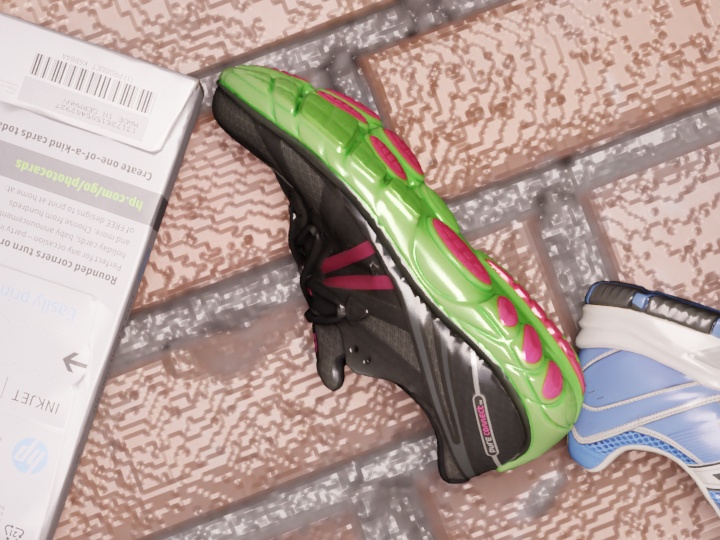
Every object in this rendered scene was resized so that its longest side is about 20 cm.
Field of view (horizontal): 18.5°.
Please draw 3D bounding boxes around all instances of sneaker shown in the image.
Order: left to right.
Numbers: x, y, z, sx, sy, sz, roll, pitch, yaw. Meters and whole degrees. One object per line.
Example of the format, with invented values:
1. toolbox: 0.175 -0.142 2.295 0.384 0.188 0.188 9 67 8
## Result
1. sneaker: 0.000 0.000 0.867 0.084 0.077 0.200 -43 76 17
2. sneaker: 0.175 0.068 0.876 0.200 0.076 0.077 19 94 10

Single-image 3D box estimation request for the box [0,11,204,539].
1. box: -0.166 -0.005 0.884 0.156 0.041 0.200 18 87 1
